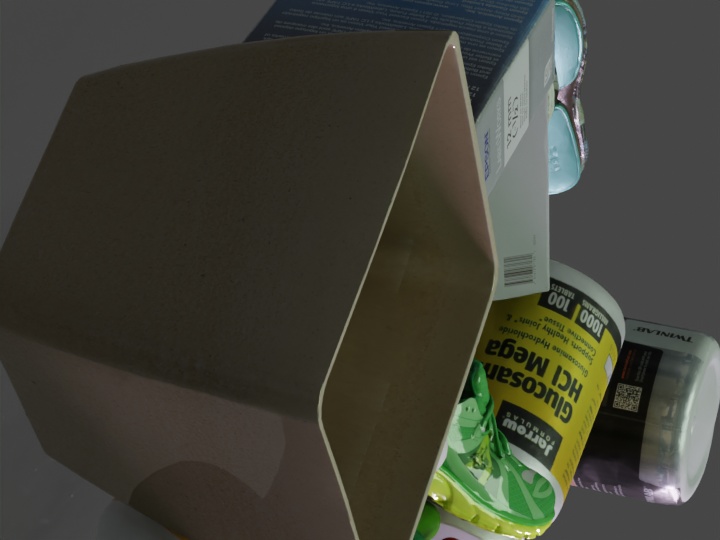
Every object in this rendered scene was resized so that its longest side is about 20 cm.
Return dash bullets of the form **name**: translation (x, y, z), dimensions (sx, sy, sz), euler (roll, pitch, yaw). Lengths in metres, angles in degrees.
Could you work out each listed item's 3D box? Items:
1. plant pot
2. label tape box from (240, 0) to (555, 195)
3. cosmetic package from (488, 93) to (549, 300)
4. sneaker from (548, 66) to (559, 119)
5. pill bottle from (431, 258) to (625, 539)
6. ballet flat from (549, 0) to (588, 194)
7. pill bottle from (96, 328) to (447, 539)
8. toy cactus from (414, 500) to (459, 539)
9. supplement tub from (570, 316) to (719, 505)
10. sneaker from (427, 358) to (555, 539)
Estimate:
- **plant pot**: translation (-0.056, 0.012, 1.214), dimensions (0.200, 0.177, 0.200), euler (76, 30, -55)
- **label tape box**: translation (0.007, -0.087, 1.408), dimensions (0.200, 0.143, 0.066), euler (-59, 154, -48)
- **cosmetic package**: translation (0.077, -0.105, 1.670), dimensions (0.151, 0.052, 0.200), euler (-104, -173, -49)
- **sneaker**: translation (0.104, -0.174, 1.779), dimensions (0.088, 0.074, 0.200), euler (-59, 150, -34)
- **pill bottle**: translation (0.090, 0.098, 1.715), dimensions (0.113, 0.112, 0.200), euler (76, 32, -54)
- **ballet flat**: translation (0.124, -0.141, 1.904), dimensions (0.200, 0.074, 0.074), euler (86, 23, -48)
- **pill bottle**: translation (-0.059, 0.126, 1.325), dimensions (0.200, 0.113, 0.113), euler (-47, 153, -17)
- **toy cactus**: translation (-0.002, 0.199, 1.504), dimensions (0.200, 0.102, 0.165), euler (-32, 180, -32)
- **supplement tub**: translation (0.142, 0.086, 1.858), dimensions (0.122, 0.200, 0.123), euler (11, 90, -73)
- **sneaker**: translation (0.058, 0.095, 1.541), dimensions (0.200, 0.074, 0.084), euler (35, 84, -44)
